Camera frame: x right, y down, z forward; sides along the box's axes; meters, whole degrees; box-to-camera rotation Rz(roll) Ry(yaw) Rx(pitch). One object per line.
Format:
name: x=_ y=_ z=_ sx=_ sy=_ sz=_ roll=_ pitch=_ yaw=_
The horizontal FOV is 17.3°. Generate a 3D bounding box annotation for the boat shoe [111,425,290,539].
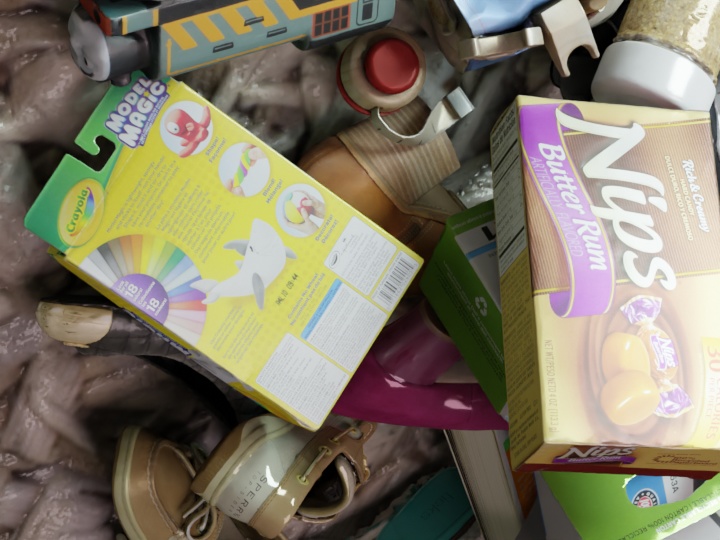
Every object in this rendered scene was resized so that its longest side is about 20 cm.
boat shoe: x=-0.087 y=0.152 z=1.425 sx=0.063 sy=0.073 sz=0.201 roll=-6 pitch=143 yaw=21

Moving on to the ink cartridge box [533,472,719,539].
ink cartridge box: x=0.214 y=0.132 z=1.436 sx=0.199 sy=0.084 sz=0.146 roll=-23 pitch=116 yaw=-19

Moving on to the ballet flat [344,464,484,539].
ballet flat: x=0.011 y=0.205 z=1.551 sx=0.200 sy=0.072 sz=0.072 roll=-33 pitch=136 yaw=-24

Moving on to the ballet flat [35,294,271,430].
ballet flat: x=-0.108 y=0.054 z=1.351 sx=0.200 sy=0.066 sz=0.057 roll=24 pitch=83 yaw=-47

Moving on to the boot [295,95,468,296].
boot: x=0.000 y=0.000 z=1.404 sx=0.154 sy=0.074 sz=0.200 roll=-34 pitch=132 yaw=-6

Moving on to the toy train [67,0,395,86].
toy train: x=-0.063 y=-0.159 z=1.223 sx=0.199 sy=0.085 sz=0.114 roll=-20 pitch=135 yaw=-25

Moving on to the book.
book: x=0.131 y=0.129 z=1.565 sx=0.134 sy=0.048 sz=0.201 roll=-42 pitch=129 yaw=-33

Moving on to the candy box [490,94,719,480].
candy box: x=0.137 y=0.009 z=1.277 sx=0.116 sy=0.201 sz=0.056 roll=4 pitch=158 yaw=-14

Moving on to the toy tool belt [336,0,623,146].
toy tool belt: x=0.081 y=-0.160 z=1.291 sx=0.200 sy=0.123 sz=0.125 roll=-36 pitch=95 yaw=-16

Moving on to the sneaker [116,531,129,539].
sneaker: x=-0.197 y=0.236 z=1.437 sx=0.200 sy=0.070 sz=0.076 roll=-38 pitch=119 yaw=-15

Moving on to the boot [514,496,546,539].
boot: x=0.158 y=0.159 z=1.533 sx=0.200 sy=0.073 sz=0.096 roll=-57 pitch=146 yaw=-10

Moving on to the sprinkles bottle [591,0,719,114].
sprinkles bottle: x=0.198 y=-0.177 z=1.365 sx=0.068 sy=0.068 sz=0.201 roll=40 pitch=67 yaw=-47

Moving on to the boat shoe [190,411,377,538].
boat shoe: x=-0.033 y=0.119 z=1.410 sx=0.074 sy=0.066 sz=0.200 roll=-53 pitch=167 yaw=21

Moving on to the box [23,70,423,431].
box: x=-0.077 y=-0.014 z=1.282 sx=0.200 sy=0.048 sz=0.118 roll=37 pitch=80 yaw=-21

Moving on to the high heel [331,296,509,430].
high heel: x=0.068 y=0.078 z=1.444 sx=0.096 sy=0.068 sz=0.200 roll=-38 pitch=132 yaw=27

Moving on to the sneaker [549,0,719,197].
sneaker: x=0.176 y=-0.101 z=1.457 sx=0.113 sy=0.075 sz=0.201 roll=-21 pitch=125 yaw=-23

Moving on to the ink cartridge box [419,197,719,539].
ink cartridge box: x=0.149 y=0.043 z=1.337 sx=0.147 sy=0.200 sz=0.076 roll=-23 pitch=158 yaw=-23
